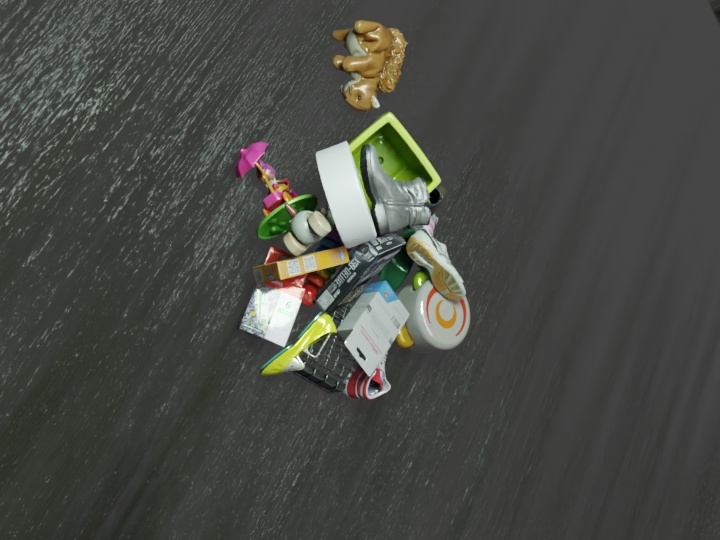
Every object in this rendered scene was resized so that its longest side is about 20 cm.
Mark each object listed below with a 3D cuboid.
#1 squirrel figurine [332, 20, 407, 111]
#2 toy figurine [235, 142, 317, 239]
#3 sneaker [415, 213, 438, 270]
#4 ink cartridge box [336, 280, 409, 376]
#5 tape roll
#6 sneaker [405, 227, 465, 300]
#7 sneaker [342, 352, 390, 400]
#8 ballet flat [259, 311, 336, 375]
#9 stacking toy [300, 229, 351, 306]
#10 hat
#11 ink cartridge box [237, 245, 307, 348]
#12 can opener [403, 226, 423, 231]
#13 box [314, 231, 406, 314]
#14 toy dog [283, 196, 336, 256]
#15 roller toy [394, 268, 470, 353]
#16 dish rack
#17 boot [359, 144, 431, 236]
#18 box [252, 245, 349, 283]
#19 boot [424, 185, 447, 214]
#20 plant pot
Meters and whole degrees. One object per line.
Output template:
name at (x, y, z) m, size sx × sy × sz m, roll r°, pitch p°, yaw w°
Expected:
squirrel figurine at (0.031, -0.481, 1.557) m, size 0.196 × 0.140 × 0.192 m, roll -8°, pitch 101°, yaw -35°
toy figurine at (-0.188, -0.185, 1.392) m, size 0.187 × 0.149 × 0.199 m, roll 59°, pitch 13°, yaw 11°
sneaker at (0.177, -0.105, 1.709) m, size 0.081 × 0.069 × 0.206 m, roll -11°, pitch 99°, yaw -34°
ink cartridge box at (0.022, 0.137, 1.528) m, size 0.117 × 0.066 × 0.201 m, roll 54°, pitch 53°, yaw -23°
tape roll at (-0.028, -0.154, 1.326) m, size 0.069 × 0.203 × 0.207 m, roll -17°, pitch 104°, yaw 3°
sneaker at (0.200, -0.021, 1.590) m, size 0.201 × 0.075 × 0.088 m, roll 51°, pitch 44°, yaw -11°
sneaker at (0.041, 0.225, 1.576) m, size 0.071 × 0.111 × 0.203 m, roll 41°, pitch 66°, yaw -30°
ballet flat at (-0.132, 0.179, 1.438) m, size 0.199 × 0.067 × 0.067 m, roll -42°, pitch 85°, yaw -11°
stacking toy at (-0.089, -0.010, 1.505) m, size 0.085 × 0.085 × 0.203 m, roll 38°, pitch 74°, yaw -31°
hat at (0.033, -0.066, 1.632) m, size 0.165 × 0.174 × 0.204 m, roll -36°, pitch 143°, yaw -43°
ink cartridge box at (-0.183, 0.054, 1.420) m, size 0.107 × 0.050 × 0.204 m, roll 23°, pitch 75°, yaw -13°
can opener at (0.106, -0.175, 1.645) m, size 0.066 × 0.052 × 0.203 m, roll -33°, pitch 100°, yaw -27°
box at (0.000, 0.000, 1.471) m, size 0.050 × 0.201 × 0.157 m, roll 47°, pitch 27°, yaw 11°
toy dog at (-0.107, -0.104, 1.322) m, size 0.131 × 0.200 × 0.097 m, roll -36°, pitch 94°, yaw -2°
roller toy at (0.178, 0.118, 1.666) m, size 0.180 × 0.139 × 0.205 m, roll 26°, pitch 66°, yaw -27°
dish rack at (-0.065, 0.174, 1.533) m, size 0.152 × 0.054 × 0.204 m, roll 35°, pitch 68°, yaw -34°
boot at (0.076, -0.184, 1.400) m, size 0.129 × 0.070 × 0.205 m, roll -16°, pitch 106°, yaw -10°
box at (-0.117, -0.014, 1.377) m, size 0.196 × 0.118 × 0.043 m, roll -13°, pitch 92°, yaw -35°
boot at (0.184, -0.179, 1.621) m, size 0.199 × 0.096 × 0.076 m, roll -33°, pitch 98°, yaw -44°
plant pot at (0.048, -0.236, 1.502) m, size 0.199 × 0.182 × 0.200 m, roll -38°, pitch 106°, yaw 11°
